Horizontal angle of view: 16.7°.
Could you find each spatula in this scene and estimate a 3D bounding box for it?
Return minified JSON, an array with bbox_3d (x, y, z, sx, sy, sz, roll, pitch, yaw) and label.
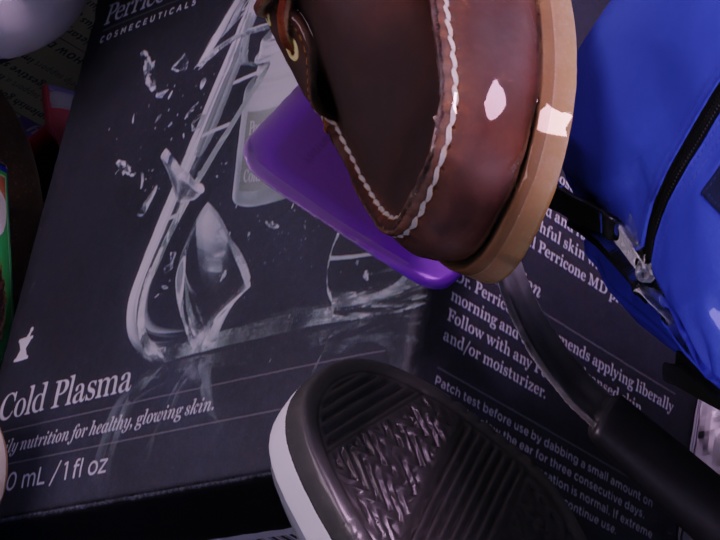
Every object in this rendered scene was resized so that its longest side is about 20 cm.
[{"bbox_3d":[0.055,0.023,0.628,0.021,0.200,0.057,-37,10,46],"label":"spatula"}]

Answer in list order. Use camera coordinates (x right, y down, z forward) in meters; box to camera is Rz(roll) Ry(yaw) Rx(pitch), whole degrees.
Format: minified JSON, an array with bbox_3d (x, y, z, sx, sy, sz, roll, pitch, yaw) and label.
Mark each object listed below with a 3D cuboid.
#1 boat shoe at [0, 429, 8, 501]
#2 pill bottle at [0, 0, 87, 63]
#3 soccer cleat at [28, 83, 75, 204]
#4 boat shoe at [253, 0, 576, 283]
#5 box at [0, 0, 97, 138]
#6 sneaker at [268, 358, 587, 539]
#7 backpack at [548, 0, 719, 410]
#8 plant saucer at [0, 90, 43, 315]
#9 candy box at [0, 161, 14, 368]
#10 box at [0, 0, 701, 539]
[{"bbox_3d":[-0.190,0.102,0.713,0.200,0.069,0.074,-41,70,9],"label":"boat shoe"},{"bbox_3d":[-0.158,-0.115,0.815,0.199,0.111,0.112,-16,53,25],"label":"pill bottle"},{"bbox_3d":[-0.151,0.006,0.963,0.200,0.076,0.067,-43,40,22],"label":"soccer cleat"},{"bbox_3d":[0.004,-0.070,0.602,0.071,0.070,0.200,-61,21,27],"label":"boat shoe"},{"bbox_3d":[-0.151,-0.129,0.971,0.200,0.176,0.097,-34,44,32],"label":"box"},{"bbox_3d":[0.025,0.126,0.612,0.121,0.200,0.084,-41,-4,40],"label":"sneaker"},{"bbox_3d":[0.143,0.000,0.544,0.163,0.167,0.200,-60,36,20],"label":"backpack"},{"bbox_3d":[-0.204,0.004,0.892,0.199,0.037,0.202,-11,69,29],"label":"plant saucer"},{"bbox_3d":[-0.198,0.066,0.801,0.168,0.077,0.201,-10,78,18],"label":"candy box"},{"bbox_3d":[0.000,0.000,0.752,0.199,0.124,0.198,-15,54,44],"label":"box"}]
